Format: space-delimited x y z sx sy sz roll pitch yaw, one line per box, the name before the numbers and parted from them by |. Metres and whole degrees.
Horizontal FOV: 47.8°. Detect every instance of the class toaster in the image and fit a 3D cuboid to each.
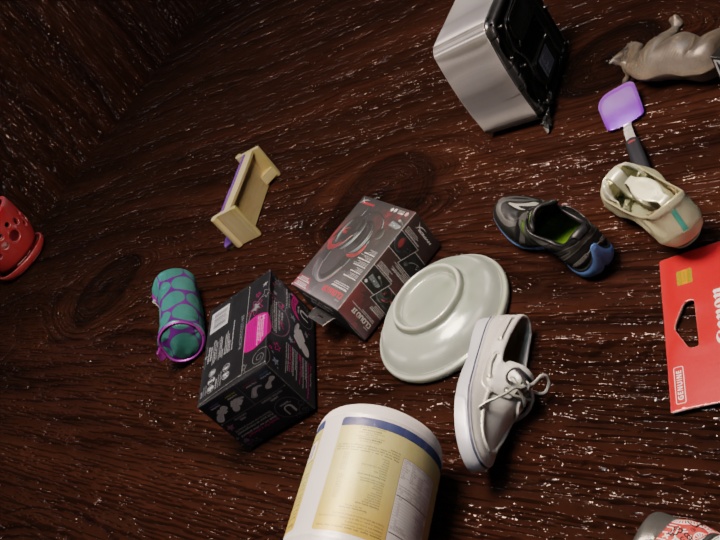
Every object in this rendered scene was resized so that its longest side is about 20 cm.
toaster | 0.217 -0.325 1.224 0.117 0.181 0.203 -14 41 43

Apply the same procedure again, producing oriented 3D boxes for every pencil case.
pencil case | -0.331 0.079 1.468 0.091 0.086 0.201 -26 32 -2

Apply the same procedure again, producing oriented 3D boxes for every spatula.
spatula | 0.347 -0.172 1.043 0.056 0.021 0.203 -26 37 26

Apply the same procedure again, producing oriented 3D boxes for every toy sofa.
toy sofa | -0.237 -0.145 1.623 0.096 0.083 0.203 -21 39 30

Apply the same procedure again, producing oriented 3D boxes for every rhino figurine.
rhino figurine | 0.405 -0.286 1.073 0.198 0.060 0.088 13 67 57

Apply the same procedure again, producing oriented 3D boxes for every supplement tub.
supplement tub | 0.000 0.257 0.824 0.142 0.145 0.203 -16 41 37

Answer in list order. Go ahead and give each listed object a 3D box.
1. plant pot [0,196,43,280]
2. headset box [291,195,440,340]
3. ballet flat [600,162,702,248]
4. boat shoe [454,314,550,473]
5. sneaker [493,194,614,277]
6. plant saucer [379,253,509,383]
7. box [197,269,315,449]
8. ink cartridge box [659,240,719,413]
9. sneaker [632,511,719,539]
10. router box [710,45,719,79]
plant pot | -1.051 -0.084 2.391 0.198 0.183 0.203 -29 33 22
headset box | 0.000 0.000 1.188 0.201 0.075 0.148 -50 32 -10
ballet flat | 0.313 -0.089 0.914 0.069 0.070 0.201 -40 23 5
boat shoe | 0.160 0.124 0.874 0.085 0.075 0.204 -17 31 32
sneaker | 0.228 -0.060 0.990 0.071 0.083 0.199 -44 31 -3
plant saucer | 0.096 0.047 1.048 0.197 0.050 0.203 -29 35 22
box | -0.145 0.127 1.171 0.131 0.115 0.202 -33 32 19
ink cartridge box | 0.367 0.025 0.769 0.173 0.045 0.203 -20 39 32
sneaker | 0.231 0.283 0.601 0.107 0.067 0.203 3 52 53
router box | 0.534 -0.293 0.939 0.201 0.052 0.157 -48 32 -7
